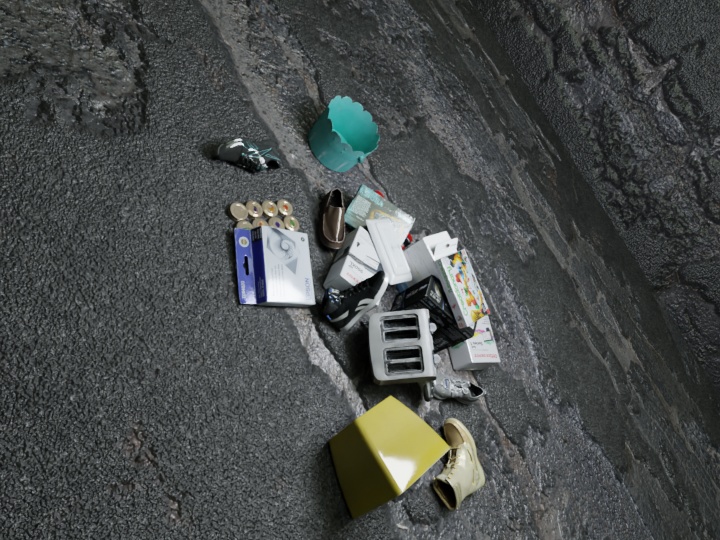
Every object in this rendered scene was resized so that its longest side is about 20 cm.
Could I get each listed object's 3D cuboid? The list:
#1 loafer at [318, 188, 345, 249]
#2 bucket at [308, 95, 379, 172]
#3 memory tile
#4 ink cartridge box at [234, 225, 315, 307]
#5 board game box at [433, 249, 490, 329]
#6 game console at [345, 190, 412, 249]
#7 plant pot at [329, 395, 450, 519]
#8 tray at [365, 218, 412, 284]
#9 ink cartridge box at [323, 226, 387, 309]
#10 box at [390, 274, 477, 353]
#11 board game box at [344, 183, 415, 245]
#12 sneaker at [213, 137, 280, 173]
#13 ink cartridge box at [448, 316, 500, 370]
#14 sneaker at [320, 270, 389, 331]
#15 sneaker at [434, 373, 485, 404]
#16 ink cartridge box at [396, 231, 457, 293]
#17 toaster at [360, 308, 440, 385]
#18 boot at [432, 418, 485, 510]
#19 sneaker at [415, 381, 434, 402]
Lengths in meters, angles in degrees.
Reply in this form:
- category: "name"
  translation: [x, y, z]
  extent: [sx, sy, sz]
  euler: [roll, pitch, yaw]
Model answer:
- category: "loafer"
  translation: [-0.079, -0.153, 1.481]
  extent: [0.072, 0.071, 0.202]
  euler: [5, 58, -18]
- category: "bucket"
  translation: [-0.054, -0.417, 1.618]
  extent: [0.206, 0.134, 0.209]
  euler: [20, 55, -32]
- category: "memory tile"
  translation: [-0.241, -0.116, 1.367]
  extent: [0.199, 0.017, 0.154]
  euler: [-13, 75, -44]
- category: "ink cartridge box"
  translation: [-0.211, -0.010, 1.299]
  extent: [0.199, 0.040, 0.201]
  euler: [6, 69, -40]
- category: "board game box"
  translation: [0.286, 0.049, 1.469]
  extent: [0.126, 0.034, 0.202]
  euler: [-20, 88, -45]
- category: "game console"
  translation: [0.060, -0.138, 1.642]
  extent: [0.201, 0.118, 0.172]
  euler: [55, 13, -3]
- category: "plant pot"
  translation: [0.046, 0.415, 1.202]
  extent: [0.199, 0.200, 0.177]
  euler: [-20, 68, -45]
- category: "tray"
  translation: [0.089, -0.061, 1.501]
  extent: [0.107, 0.022, 0.202]
  euler: [-9, 75, -47]
- category: "ink cartridge box"
  translation: [0.000, 0.000, 1.462]
  extent: [0.144, 0.084, 0.201]
  euler: [38, 47, -19]
- category: "box"
  translation: [0.215, 0.130, 1.519]
  extent: [0.200, 0.163, 0.086]
  euler: [39, 47, -16]
- category: "board game box"
  translation: [0.054, -0.151, 1.570]
  extent: [0.199, 0.028, 0.136]
  euler: [32, 75, -8]
- category: "sneaker"
  translation: [-0.294, -0.306, 1.389]
  extent: [0.199, 0.075, 0.080]
  euler: [-15, 79, -44]
- category: "ink cartridge box"
  translation: [0.346, 0.207, 1.646]
  extent: [0.144, 0.084, 0.202]
  euler: [7, 62, -38]
- category: "sneaker"
  translation: [-0.025, 0.061, 1.329]
  extent: [0.111, 0.200, 0.073]
  euler: [34, 18, -23]
- category: "sneaker"
  translation: [0.280, 0.335, 1.516]
  extent: [0.199, 0.082, 0.075]
  euler: [19, 55, -32]
- category: "ink cartridge box"
  translation: [0.203, -0.022, 1.568]
  extent: [0.128, 0.200, 0.126]
  euler: [-19, 79, -45]
- category: "toaster"
  translation: [0.102, 0.200, 1.364]
  extent: [0.198, 0.119, 0.183]
  euler: [-5, 72, 0]
- category: "boot"
  translation: [0.246, 0.514, 1.391]
  extent: [0.155, 0.073, 0.202]
  euler: [-12, 80, -47]
- category: "sneaker"
  translation: [0.150, 0.270, 1.449]
  extent: [0.074, 0.079, 0.202]
  euler: [42, 26, -71]
